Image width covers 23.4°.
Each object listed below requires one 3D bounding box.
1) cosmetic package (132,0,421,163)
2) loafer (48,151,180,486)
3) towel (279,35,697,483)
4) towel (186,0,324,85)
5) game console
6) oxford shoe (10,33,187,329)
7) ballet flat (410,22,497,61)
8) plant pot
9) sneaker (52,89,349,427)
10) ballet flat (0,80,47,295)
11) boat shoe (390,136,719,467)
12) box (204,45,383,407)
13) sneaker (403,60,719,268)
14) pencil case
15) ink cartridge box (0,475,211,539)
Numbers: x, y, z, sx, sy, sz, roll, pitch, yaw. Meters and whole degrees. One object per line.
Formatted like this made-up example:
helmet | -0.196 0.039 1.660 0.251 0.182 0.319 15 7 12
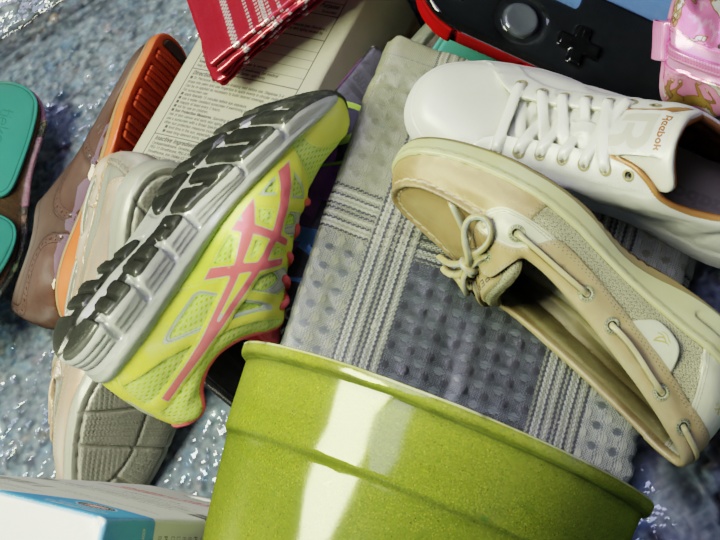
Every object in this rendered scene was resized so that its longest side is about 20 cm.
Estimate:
cosmetic package | -0.055 -0.089 1.020 0.105 0.071 0.201 16 67 33
loafer | -0.133 0.034 0.950 0.063 0.072 0.201 22 103 47
towel | 0.074 -0.007 0.887 0.191 0.035 0.201 19 70 4
towel | -0.021 -0.203 0.998 0.200 0.022 0.145 -36 39 11
game console | 0.136 -0.189 0.973 0.176 0.031 0.201 22 68 1
oxford shoe | -0.159 -0.058 1.051 0.072 0.071 0.201 2 60 32
ballet flat | 0.037 -0.097 0.994 0.067 0.064 0.200 43 81 -2
plant pot | 0.004 0.159 0.772 0.199 0.200 0.194 16 79 32
sneaker | -0.063 -0.007 0.871 0.200 0.090 0.078 -51 22 -20
ballet flat | -0.238 -0.028 1.069 0.069 0.071 0.201 15 52 -8
boat shoe | 0.091 0.012 0.827 0.200 0.073 0.063 37 67 2
box | 0.000 0.000 0.919 0.143 0.036 0.200 37 79 5
sneaker | 0.119 -0.067 0.850 0.199 0.085 0.073 18 71 5
pencil case | 0.246 -0.095 0.869 0.199 0.087 0.083 22 77 30
ink cartridge box | -0.117 0.142 0.842 0.115 0.200 0.067 8 85 29
